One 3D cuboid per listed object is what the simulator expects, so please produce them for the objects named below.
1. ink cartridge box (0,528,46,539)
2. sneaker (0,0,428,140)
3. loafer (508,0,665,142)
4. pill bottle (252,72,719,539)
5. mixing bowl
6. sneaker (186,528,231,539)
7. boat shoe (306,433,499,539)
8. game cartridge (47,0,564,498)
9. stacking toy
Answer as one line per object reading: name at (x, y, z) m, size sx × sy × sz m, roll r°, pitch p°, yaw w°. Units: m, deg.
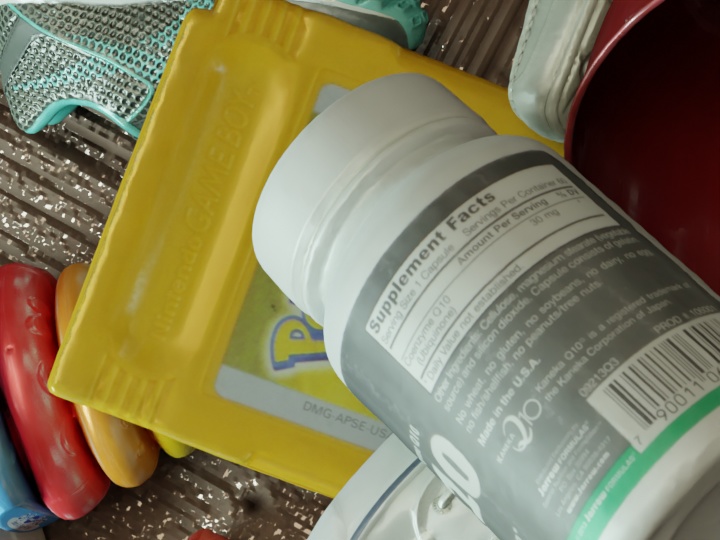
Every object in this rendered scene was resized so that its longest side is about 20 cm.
ink cartridge box at (-0.237, 0.134, 1.179) m, size 0.200 × 0.067 × 0.116 m, roll -26°, pitch 71°, yaw 15°
sneaker at (-0.067, -0.092, 1.167) m, size 0.199 × 0.078 × 0.091 m, roll 5°, pitch 102°, yaw 21°
loafer at (0.097, -0.140, 1.095) m, size 0.070 × 0.070 × 0.200 m, roll 10°, pitch 63°, yaw 29°
pill bottle at (0.059, 0.025, 0.960) m, size 0.113 × 0.113 × 0.200 m, roll -49°, pitch 60°, yaw 6°
mixing bowl at (0.173, -0.085, 1.016) m, size 0.200 × 0.200 × 0.109 m, roll -15°, pitch 46°, yaw 18°
sneaker at (-0.048, 0.211, 1.103) m, size 0.115 × 0.078 × 0.200 m, roll 18°, pitch 69°, yaw -9°
boat shoe at (0.046, 0.087, 1.028) m, size 0.065 × 0.074 × 0.200 m, roll 35°, pitch 84°, yaw 36°
game cartridge at (0.000, 0.000, 1.081) m, size 0.200 × 0.032 × 0.177 m, roll 20°, pitch 87°, yaw -10°
stacking toy at (-0.065, 0.031, 1.128) m, size 0.199 × 0.116 × 0.110 m, roll -15°, pitch 80°, yaw 3°
